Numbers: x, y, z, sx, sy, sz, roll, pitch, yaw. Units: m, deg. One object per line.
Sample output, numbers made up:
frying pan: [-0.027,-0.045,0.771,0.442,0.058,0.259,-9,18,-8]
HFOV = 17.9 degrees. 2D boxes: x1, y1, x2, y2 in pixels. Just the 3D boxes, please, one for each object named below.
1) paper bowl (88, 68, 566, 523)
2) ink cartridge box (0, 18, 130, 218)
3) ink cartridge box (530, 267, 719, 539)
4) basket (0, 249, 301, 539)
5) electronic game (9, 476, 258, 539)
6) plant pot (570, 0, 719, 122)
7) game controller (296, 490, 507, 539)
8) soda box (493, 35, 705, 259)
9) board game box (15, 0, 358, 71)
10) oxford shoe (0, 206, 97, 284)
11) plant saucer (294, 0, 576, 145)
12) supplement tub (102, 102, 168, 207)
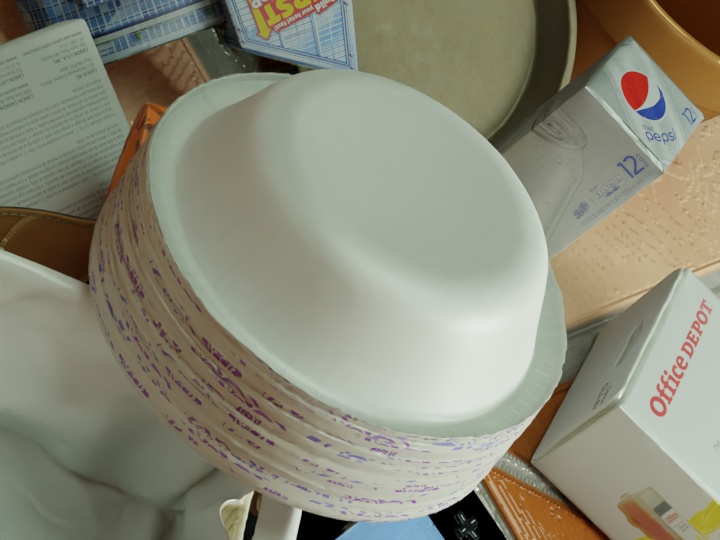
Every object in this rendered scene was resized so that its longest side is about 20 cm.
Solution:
paper bowl: [-0.003,-0.003,0.950,0.200,0.104,0.201,23,39,-20]
ink cartridge box: [-0.164,-0.009,1.128,0.161,0.050,0.200,-31,103,-49]
ink cartridge box: [0.213,0.119,1.334,0.200,0.083,0.145,44,40,-8]
basket: [-0.136,0.091,0.958,0.200,0.123,0.136,22,57,-16]
electronic game: [-0.083,0.125,1.082,0.200,0.042,0.200,23,52,-32]
plant pot: [0.180,-0.169,1.475,0.200,0.140,0.200,24,47,-29]
game controller: [0.007,0.153,1.103,0.200,0.042,0.104,-32,96,-53]
soda box: [0.091,-0.041,1.251,0.063,0.200,0.068,47,42,-5]
board game box: [-0.086,-0.179,1.197,0.200,0.062,0.200,-22,104,-12]
oxford shoe: [-0.147,0.011,1.018,0.071,0.199,0.072,-70,152,-73]
plant saucer: [0.040,-0.146,1.351,0.200,0.029,0.201,-1,92,-31]
supplement tub: [-0.025,-0.006,1.111,0.200,0.123,0.123,17,49,-12]
